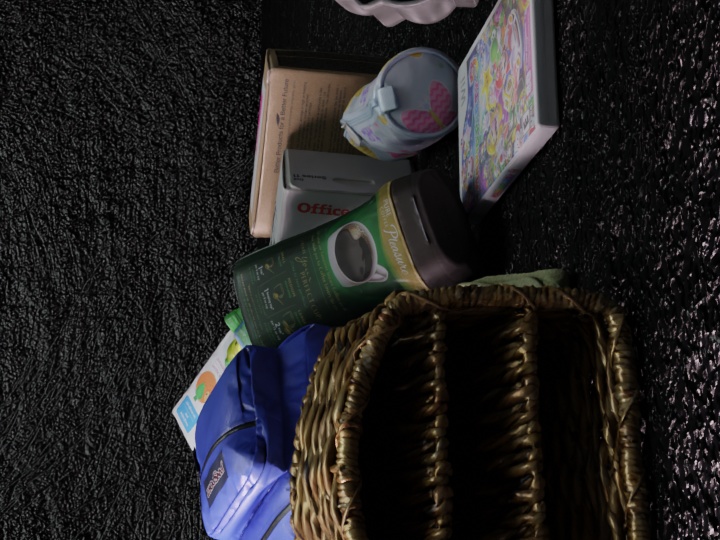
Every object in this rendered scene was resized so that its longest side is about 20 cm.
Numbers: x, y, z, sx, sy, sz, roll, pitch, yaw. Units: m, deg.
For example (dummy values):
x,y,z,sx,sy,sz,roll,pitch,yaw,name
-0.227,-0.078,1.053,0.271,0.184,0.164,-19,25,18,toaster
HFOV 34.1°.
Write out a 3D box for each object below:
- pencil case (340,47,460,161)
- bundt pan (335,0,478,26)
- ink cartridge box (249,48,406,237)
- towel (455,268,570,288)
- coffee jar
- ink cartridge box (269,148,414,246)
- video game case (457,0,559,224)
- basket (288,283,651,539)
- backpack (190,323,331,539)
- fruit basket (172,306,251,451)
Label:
x,y,z,sx,sy,sz,roll,pitch,yaw,name
0.039,-0.153,1.108,0.200,0.091,0.083,178,95,-79,pencil case
0.042,-0.272,0.890,0.076,0.201,0.202,42,-135,-65,bundt pan
-0.033,-0.135,1.297,0.075,0.164,0.200,-103,20,-60,ink cartridge box
0.075,0.101,0.765,0.148,0.036,0.200,-15,66,45,towel
0.000,0.000,0.958,0.085,0.200,0.104,17,-128,-60,coffee jar
-0.025,-0.024,1.268,0.083,0.146,0.200,-98,16,-52,ink cartridge box
0.109,-0.135,0.903,0.200,0.018,0.143,121,151,-70,video game case
0.055,0.109,0.636,0.149,0.143,0.200,-25,58,50,basket
-0.036,0.165,0.898,0.163,0.168,0.200,116,150,-42,backpack
-0.095,0.118,1.092,0.200,0.094,0.185,-49,49,14,fruit basket
